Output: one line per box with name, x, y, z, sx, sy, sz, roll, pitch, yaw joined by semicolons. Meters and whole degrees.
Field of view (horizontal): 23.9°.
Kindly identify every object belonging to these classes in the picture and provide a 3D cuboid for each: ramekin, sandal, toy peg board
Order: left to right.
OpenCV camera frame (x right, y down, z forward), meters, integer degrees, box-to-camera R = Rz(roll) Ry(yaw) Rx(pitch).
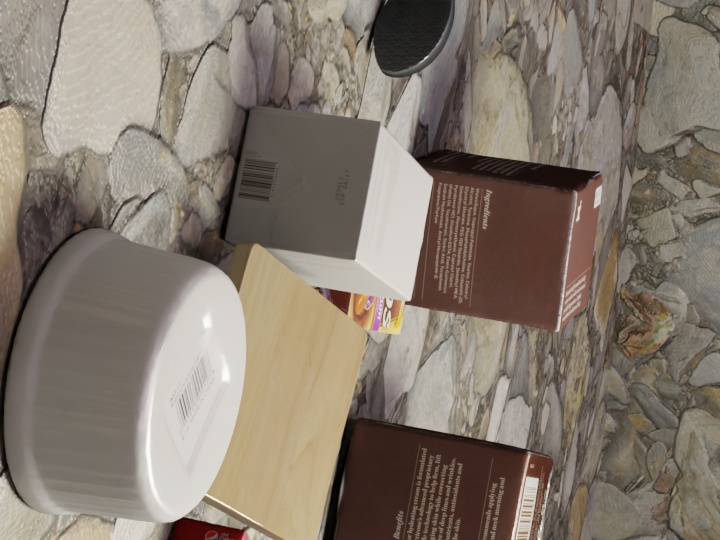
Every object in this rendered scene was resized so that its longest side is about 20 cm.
ramekin;-0.154;0.078;1.172;0.200;0.097;0.201;10;90;-73
toy peg board;-0.102;0.105;1.406;0.199;0.097;0.201;40;59;-53
sandal;0.067;-0.278;1.739;0.043;0.076;0.201;66;37;-59

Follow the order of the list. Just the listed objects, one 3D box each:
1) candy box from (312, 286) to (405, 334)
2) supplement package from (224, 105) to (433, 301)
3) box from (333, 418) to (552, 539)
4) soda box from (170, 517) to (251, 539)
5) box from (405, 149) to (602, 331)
candy box;0.000;0.000;1.708;0.200;0.056;0.117;15;84;-74
supplement package;-0.023;-0.054;1.489;0.200;0.119;0.122;37;63;-71
box;0.092;0.264;1.875;0.164;0.199;0.167;26;74;-73
soda box;-0.115;0.285;1.471;0.200;0.063;0.070;72;32;-58
box;0.159;-0.039;1.957;0.166;0.199;0.165;-26;125;-69
